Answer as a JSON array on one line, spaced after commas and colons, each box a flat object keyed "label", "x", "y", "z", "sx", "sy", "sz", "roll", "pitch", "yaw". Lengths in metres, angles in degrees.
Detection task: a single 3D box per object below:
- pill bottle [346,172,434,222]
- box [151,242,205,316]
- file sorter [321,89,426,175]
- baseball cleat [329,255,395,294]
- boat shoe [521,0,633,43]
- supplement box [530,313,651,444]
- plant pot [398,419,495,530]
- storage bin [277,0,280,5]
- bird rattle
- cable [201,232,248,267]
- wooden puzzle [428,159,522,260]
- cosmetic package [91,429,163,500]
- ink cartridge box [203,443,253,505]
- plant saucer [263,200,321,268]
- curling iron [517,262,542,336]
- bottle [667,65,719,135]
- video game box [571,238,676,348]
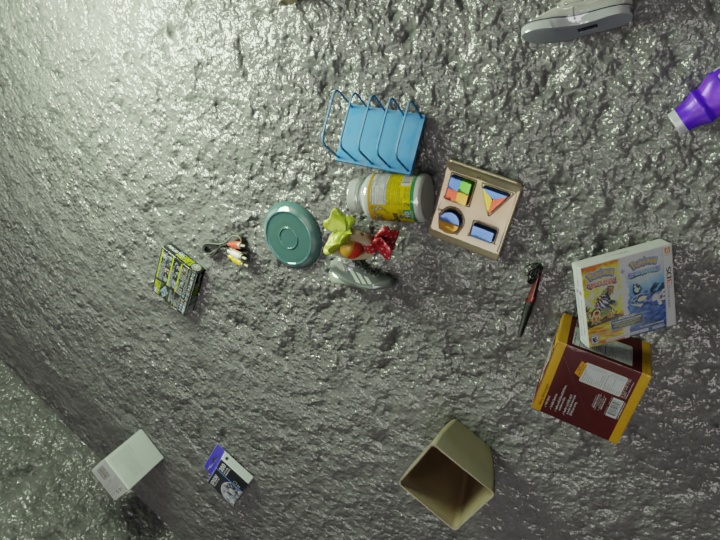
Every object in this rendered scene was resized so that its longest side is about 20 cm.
[{"label": "pill bottle", "x": 0.070, "y": -0.177, "z": 1.288, "sx": 0.196, "sy": 0.113, "sz": 0.115, "roll": 5, "pitch": 115, "yaw": 26}, {"label": "box", "x": -0.617, "y": 0.031, "z": 1.804, "sx": 0.159, "sy": 0.044, "sz": 0.202, "roll": 35, "pitch": 124, "yaw": 11}, {"label": "file sorter", "x": 0.028, "y": -0.316, "z": 1.209, "sx": 0.196, "sy": 0.122, "sz": 0.142, "roll": 15, "pitch": 89, "yaw": 21}, {"label": "baseball cleat", "x": 0.000, "y": 0.000, "z": 1.437, "sx": 0.195, "sy": 0.070, "sz": 0.109, "roll": 4, "pitch": 108, "yaw": 23}, {"label": "boat shoe", "x": 0.401, "y": -0.483, "z": 1.001, "sx": 0.196, "sy": 0.070, "sz": 0.072, "roll": -1, "pitch": 85, "yaw": 33}, {"label": "supplement box", "x": 0.523, "y": 0.243, "z": 1.222, "sx": 0.196, "sy": 0.133, "sz": 0.201, "roll": 20, "pitch": 121, "yaw": 19}, {"label": "plant pot", "x": 0.256, "y": 0.540, "z": 1.478, "sx": 0.198, "sy": 0.177, "sz": 0.202, "roll": 36, "pitch": 124, "yaw": 8}, {"label": "storage bin", "x": -0.163, "y": -0.731, "z": 1.170, "sx": 0.197, "sy": 0.094, "sz": 0.202, "roll": -30, "pitch": 97, "yaw": 35}, {"label": "bird rattle", "x": -0.008, "y": -0.076, "z": 1.354, "sx": 0.163, "sy": 0.196, "sz": 0.115, "roll": 143, "pitch": 131, "yaw": -59}, {"label": "cable", "x": -0.422, "y": -0.071, "z": 1.645, "sx": 0.196, "sy": 0.050, "sz": 0.099, "roll": 9, "pitch": 116, "yaw": 24}, {"label": "wooden puzzle", "x": 0.260, "y": -0.136, "z": 1.244, "sx": 0.182, "sy": 0.046, "sz": 0.204, "roll": 22, "pitch": 121, "yaw": 18}, {"label": "cosmetic package", "x": -0.992, "y": 0.827, "z": 2.284, "sx": 0.167, "sy": 0.200, "sz": 0.167, "roll": -38, "pitch": 92, "yaw": 36}, {"label": "ink cartridge box", "x": -0.538, "y": 0.813, "z": 2.127, "sx": 0.199, "sy": 0.043, "sz": 0.200, "roll": 40, "pitch": 126, "yaw": 8}, {"label": "plant saucer", "x": -0.201, "y": -0.096, "z": 1.528, "sx": 0.196, "sy": 0.027, "sz": 0.205, "roll": 12, "pitch": 117, "yaw": 23}, {"label": "curling iron", "x": 0.397, "y": 0.070, "z": 1.273, "sx": 0.048, "sy": 0.026, "sz": 0.204, "roll": -4, "pitch": 120, "yaw": -11}, {"label": "bottle", "x": 0.646, "y": -0.319, "z": 0.934, "sx": 0.199, "sy": 0.065, "sz": 0.084, "roll": -38, "pitch": 91, "yaw": 36}, {"label": "video game box", "x": 0.552, "y": 0.049, "z": 1.116, "sx": 0.195, "sy": 0.047, "sz": 0.186, "roll": -15, "pitch": 106, "yaw": 0}]
